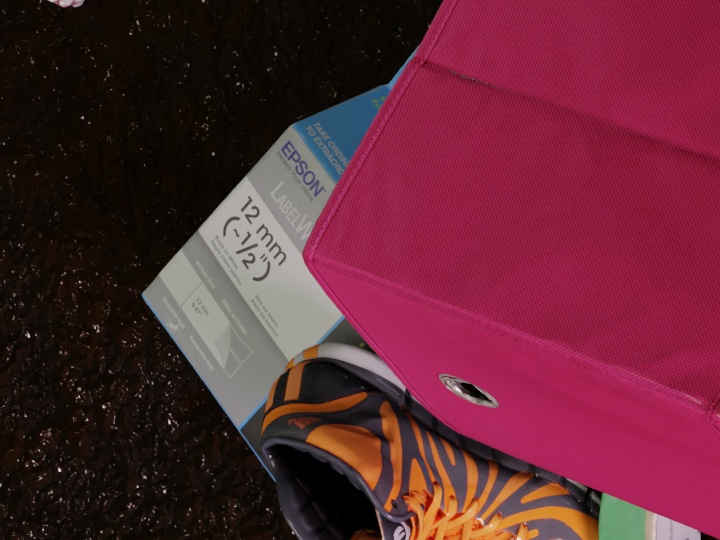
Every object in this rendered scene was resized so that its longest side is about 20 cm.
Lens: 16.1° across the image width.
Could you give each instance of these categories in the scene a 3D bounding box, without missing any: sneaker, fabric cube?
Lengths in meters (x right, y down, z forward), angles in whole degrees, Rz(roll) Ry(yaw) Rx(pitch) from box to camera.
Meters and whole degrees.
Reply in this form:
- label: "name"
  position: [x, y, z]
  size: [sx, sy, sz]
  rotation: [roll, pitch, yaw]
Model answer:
- label: "sneaker"
  position: [0.035, 0.123, 1.198]
  size: [0.200, 0.112, 0.078]
  rotation: [30, 120, -3]
- label: "fabric cube"
  position: [0.134, -0.015, 1.059]
  size: [0.199, 0.196, 0.200]
  rotation: [22, 75, 32]

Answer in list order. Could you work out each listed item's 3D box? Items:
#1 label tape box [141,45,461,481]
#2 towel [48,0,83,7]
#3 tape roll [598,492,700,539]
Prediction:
- label: "label tape box"
  position: [0.000, 0.000, 1.276]
  size: [0.200, 0.066, 0.143]
  rotation: [-48, 69, 30]
- label: "towel"
  position: [-0.206, -0.248, 1.417]
  size: [0.200, 0.030, 0.147]
  rotation: [31, 110, 29]
- label: "tape roll"
  position: [0.205, 0.124, 1.156]
  size: [0.200, 0.048, 0.201]
  rotation: [4, 98, 34]
